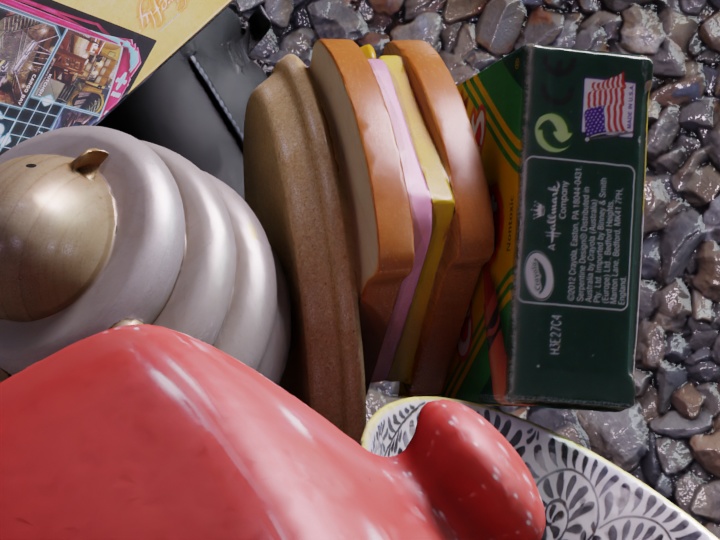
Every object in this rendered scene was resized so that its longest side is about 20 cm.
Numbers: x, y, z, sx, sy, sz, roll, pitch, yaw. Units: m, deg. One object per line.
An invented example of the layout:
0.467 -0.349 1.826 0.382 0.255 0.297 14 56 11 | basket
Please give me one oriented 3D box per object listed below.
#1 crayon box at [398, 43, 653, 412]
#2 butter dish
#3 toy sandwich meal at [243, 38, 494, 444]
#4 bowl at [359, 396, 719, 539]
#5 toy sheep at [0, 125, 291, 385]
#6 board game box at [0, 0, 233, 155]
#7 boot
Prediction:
0.056 -0.009 0.787 0.200 0.050 0.128 160 -66 -78 | crayon box
-0.019 0.091 0.501 0.200 0.147 0.200 53 1 39 | butter dish
0.000 0.000 0.786 0.205 0.069 0.208 173 -90 -81 | toy sandwich meal
0.062 0.140 0.649 0.200 0.095 0.201 30 19 -11 | bowl
-0.085 0.022 0.721 0.138 0.137 0.200 52 -2 33 | toy sheep
-0.145 -0.112 0.781 0.136 0.200 0.035 52 -25 -14 | board game box
-0.087 -0.027 0.885 0.198 0.073 0.164 -39 109 -47 | boot
